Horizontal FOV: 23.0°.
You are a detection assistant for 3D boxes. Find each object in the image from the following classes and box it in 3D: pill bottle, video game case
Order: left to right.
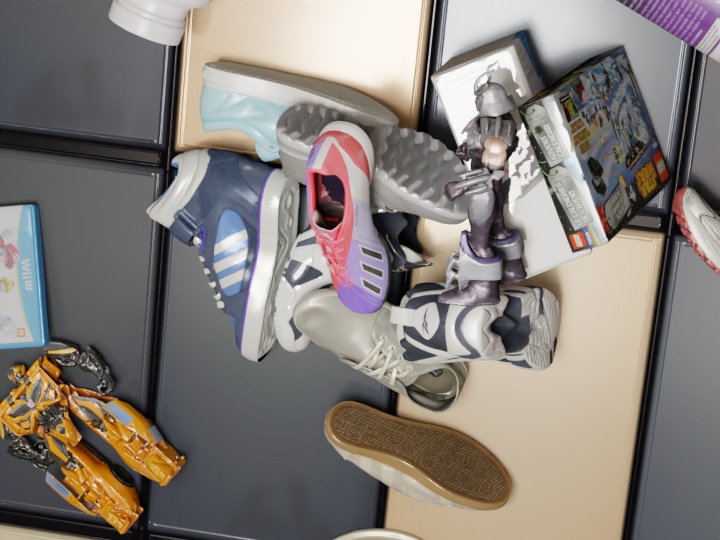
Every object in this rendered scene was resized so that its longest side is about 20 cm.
[{"bbox_3d":[-0.418,0.012,1.796,0.198,0.018,0.144,-4,91,10],"label":"video game case"},{"bbox_3d":[-0.168,-0.317,1.651,0.104,0.104,0.201,25,106,3],"label":"pill bottle"},{"bbox_3d":[0.282,-0.276,1.584,0.199,0.111,0.112,31,105,1],"label":"pill bottle"}]

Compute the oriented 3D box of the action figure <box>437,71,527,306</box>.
[{"bbox_3d":[0.105,-0.072,1.503,0.069,0.130,0.201,6,116,15],"label":"action figure"}]

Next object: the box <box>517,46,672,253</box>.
[{"bbox_3d":[0.214,-0.112,1.587,0.040,0.200,0.138,-17,99,31],"label":"box"}]

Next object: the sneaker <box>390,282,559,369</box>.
[{"bbox_3d":[0.099,0.049,1.658,0.129,0.199,0.080,8,97,30],"label":"sneaker"}]

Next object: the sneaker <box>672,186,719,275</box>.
[{"bbox_3d":[0.375,-0.018,1.653,0.199,0.078,0.082,36,102,-10],"label":"sneaker"}]

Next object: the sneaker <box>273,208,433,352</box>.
[{"bbox_3d":[0.000,0.000,1.707,0.129,0.079,0.201,21,95,13],"label":"sneaker"}]

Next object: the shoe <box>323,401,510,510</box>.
[{"bbox_3d":[0.055,0.188,1.760,0.199,0.070,0.053,25,148,-1],"label":"shoe"}]

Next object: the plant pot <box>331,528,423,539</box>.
[{"bbox_3d":[0.009,0.382,1.739,0.199,0.184,0.202,2,103,8],"label":"plant pot"}]

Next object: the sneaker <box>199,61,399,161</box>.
[{"bbox_3d":[-0.061,-0.141,1.695,0.199,0.074,0.083,16,109,15],"label":"sneaker"}]

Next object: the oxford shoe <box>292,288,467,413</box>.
[{"bbox_3d":[0.023,0.078,1.695,0.199,0.058,0.075,30,122,-24],"label":"oxford shoe"}]

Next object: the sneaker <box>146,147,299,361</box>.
[{"bbox_3d":[-0.142,-0.021,1.735,0.145,0.081,0.202,15,111,18],"label":"sneaker"}]

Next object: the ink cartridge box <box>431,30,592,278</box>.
[{"bbox_3d":[0.144,-0.107,1.627,0.083,0.145,0.201,-20,99,12],"label":"ink cartridge box"}]

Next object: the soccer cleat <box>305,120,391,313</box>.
[{"bbox_3d":[-0.017,-0.034,1.586,0.068,0.073,0.201,11,129,23],"label":"soccer cleat"}]

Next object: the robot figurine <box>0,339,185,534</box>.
[{"bbox_3d":[-0.284,0.166,1.801,0.200,0.058,0.145,40,103,-2],"label":"robot figurine"}]

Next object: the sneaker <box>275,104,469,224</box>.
[{"bbox_3d":[0.016,-0.089,1.636,0.199,0.075,0.082,24,143,11],"label":"sneaker"}]
